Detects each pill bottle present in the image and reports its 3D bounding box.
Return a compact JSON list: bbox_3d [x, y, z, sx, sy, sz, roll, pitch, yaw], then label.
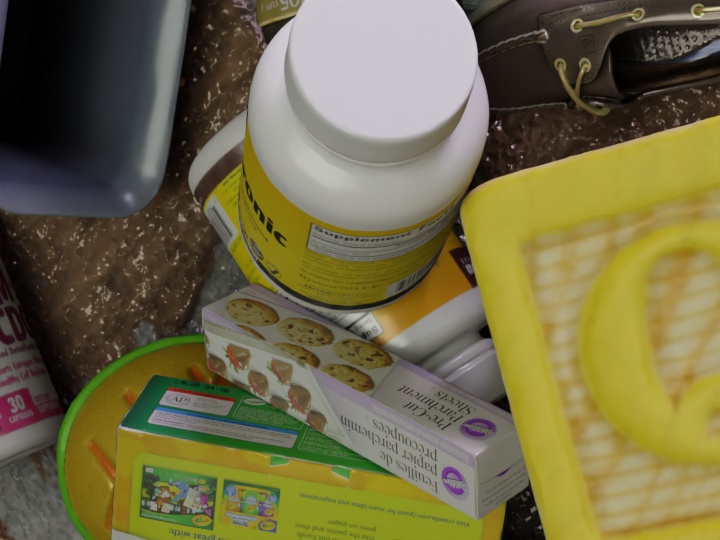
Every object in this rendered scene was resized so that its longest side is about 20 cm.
[{"bbox_3d":[-0.262,0.027,1.135,0.113,0.113,0.202,-25,87,21],"label":"pill bottle"},{"bbox_3d":[0.000,-0.060,0.885,0.110,0.200,0.112,2,71,-6],"label":"pill bottle"},{"bbox_3d":[0.000,0.000,1.035,0.109,0.109,0.201,-36,83,20],"label":"pill bottle"}]

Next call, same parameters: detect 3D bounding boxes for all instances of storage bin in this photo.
[{"bbox_3d":[-0.180,-0.144,1.087,0.134,0.145,0.202,20,104,46],"label":"storage bin"}]

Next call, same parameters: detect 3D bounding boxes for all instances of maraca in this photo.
[{"bbox_3d":[-0.074,0.101,1.080,0.198,0.107,0.139,-13,95,-4],"label":"maraca"}]

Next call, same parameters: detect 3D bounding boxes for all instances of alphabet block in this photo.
[{"bbox_3d":[0.184,0.022,0.918,0.195,0.200,0.197,-17,89,22],"label":"alphabet block"}]

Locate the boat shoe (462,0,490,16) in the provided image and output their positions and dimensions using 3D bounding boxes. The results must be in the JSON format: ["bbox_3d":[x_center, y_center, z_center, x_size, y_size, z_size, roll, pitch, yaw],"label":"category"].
[{"bbox_3d":[0.025,-0.165,1.028,0.199,0.071,0.071,8,98,20],"label":"boat shoe"}]

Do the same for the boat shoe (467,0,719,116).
[{"bbox_3d":[0.133,-0.116,0.986,0.198,0.072,0.060,-13,49,19],"label":"boat shoe"}]

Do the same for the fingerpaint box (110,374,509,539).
[{"bbox_3d":[-0.027,0.157,0.988,0.198,0.073,0.169,9,111,7],"label":"fingerpaint box"}]

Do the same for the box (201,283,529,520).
[{"bbox_3d":[-0.002,0.061,0.949,0.199,0.041,0.039,26,131,40],"label":"box"}]

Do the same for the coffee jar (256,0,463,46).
[{"bbox_3d":[-0.018,-0.196,0.954,0.103,0.085,0.202,-14,96,27],"label":"coffee jar"}]
